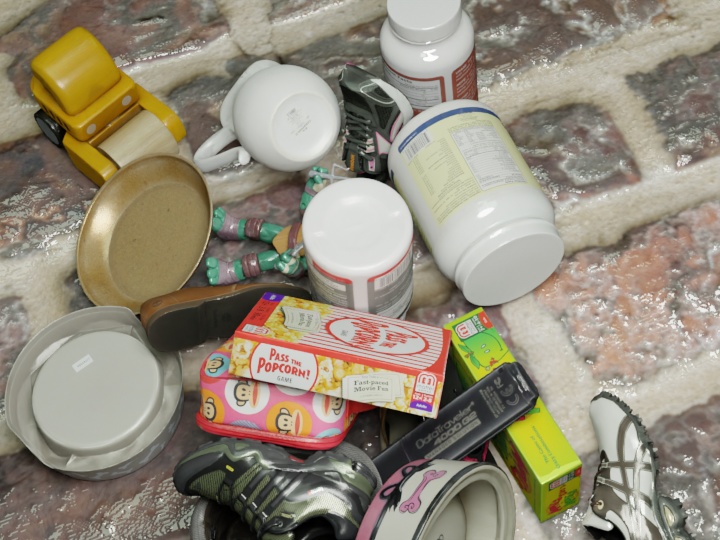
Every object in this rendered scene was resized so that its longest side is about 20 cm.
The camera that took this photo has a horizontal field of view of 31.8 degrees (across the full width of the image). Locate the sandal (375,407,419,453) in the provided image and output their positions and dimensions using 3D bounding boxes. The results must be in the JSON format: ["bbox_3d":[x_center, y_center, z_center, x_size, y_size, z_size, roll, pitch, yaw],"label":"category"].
[{"bbox_3d":[0.046,0.157,1.331,0.081,0.055,0.201,0,58,8],"label":"sandal"}]

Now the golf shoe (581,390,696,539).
[{"bbox_3d":[0.256,0.214,1.255,0.094,0.078,0.201,-18,56,-3],"label":"golf shoe"}]

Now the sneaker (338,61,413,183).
[{"bbox_3d":[0.013,-0.155,1.451,0.080,0.200,0.087,28,75,29],"label":"sneaker"}]

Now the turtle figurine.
[{"bbox_3d":[-0.074,-0.036,1.443,0.199,0.101,0.150,-8,42,17],"label":"turtle figurine"}]

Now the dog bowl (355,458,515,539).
[{"bbox_3d":[0.065,0.267,1.186,0.074,0.200,0.201,16,60,35],"label":"dog bowl"}]

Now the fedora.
[{"bbox_3d":[-0.066,0.262,1.261,0.199,0.090,0.178,-13,56,3],"label":"fedora"}]

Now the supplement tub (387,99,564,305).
[{"bbox_3d":[0.129,-0.076,1.412,0.144,0.145,0.201,-22,58,-6],"label":"supplement tub"}]

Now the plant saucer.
[{"bbox_3d":[-0.245,-0.039,1.473,0.199,0.035,0.201,-11,66,27],"label":"plant saucer"}]

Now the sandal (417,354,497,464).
[{"bbox_3d":[0.096,0.158,1.292,0.075,0.045,0.201,-14,76,-32],"label":"sandal"}]

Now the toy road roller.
[{"bbox_3d":[-0.324,-0.204,1.554,0.123,0.146,0.200,-43,62,-18],"label":"toy road roller"}]

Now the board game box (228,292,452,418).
[{"bbox_3d":[-0.014,0.079,1.231,0.199,0.152,0.047,12,104,3],"label":"board game box"}]

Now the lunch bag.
[{"bbox_3d":[-0.063,0.118,1.295,0.175,0.200,0.082,6,101,10],"label":"lunch bag"}]

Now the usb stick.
[{"bbox_3d":[0.088,0.163,1.247,0.200,0.033,0.056,-39,66,20],"label":"usb stick"}]

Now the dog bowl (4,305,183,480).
[{"bbox_3d":[-0.286,0.139,1.387,0.199,0.059,0.201,-3,57,5],"label":"dog bowl"}]

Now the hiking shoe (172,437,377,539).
[{"bbox_3d":[-0.088,0.220,1.191,0.199,0.076,0.101,3,55,12],"label":"hiking shoe"}]

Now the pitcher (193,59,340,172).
[{"bbox_3d":[-0.116,-0.168,1.499,0.172,0.121,0.200,-47,26,-4],"label":"pitcher"}]

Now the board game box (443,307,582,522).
[{"bbox_3d":[0.154,0.147,1.295,0.047,0.102,0.200,-25,58,-9],"label":"board game box"}]

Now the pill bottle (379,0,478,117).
[{"bbox_3d":[0.082,-0.248,1.493,0.112,0.200,0.113,-3,58,5],"label":"pill bottle"}]

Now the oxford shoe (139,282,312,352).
[{"bbox_3d":[-0.149,0.038,1.404,0.199,0.072,0.071,-4,29,-26],"label":"oxford shoe"}]

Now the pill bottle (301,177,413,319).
[{"bbox_3d":[0.000,0.000,1.344,0.113,0.200,0.114,-1,62,1],"label":"pill bottle"}]
